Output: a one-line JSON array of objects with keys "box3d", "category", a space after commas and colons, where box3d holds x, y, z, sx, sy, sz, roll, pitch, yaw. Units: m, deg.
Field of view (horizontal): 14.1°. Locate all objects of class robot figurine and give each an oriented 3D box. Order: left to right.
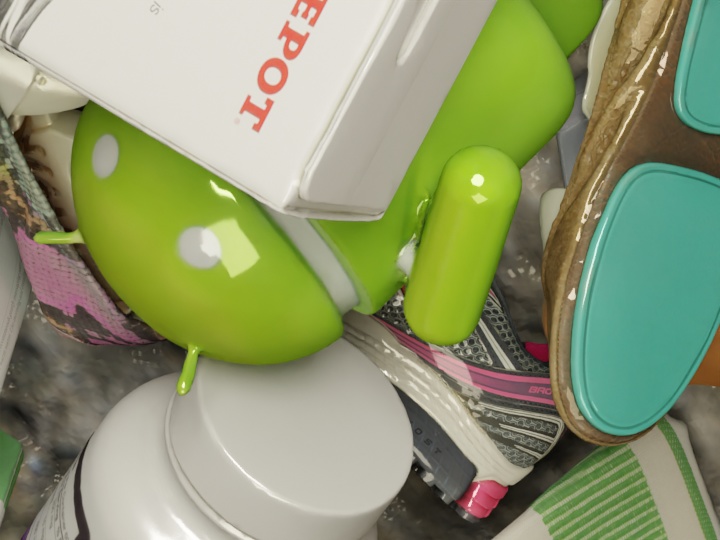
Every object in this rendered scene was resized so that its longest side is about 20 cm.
[{"box3d": [-0.011, -0.052, 0.955, 0.200, 0.175, 0.116, -43, 155, -8], "category": "robot figurine"}]

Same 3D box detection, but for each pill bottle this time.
[{"box3d": [-0.062, 0.106, 1.045, 0.111, 0.112, 0.200, 26, 134, -12], "category": "pill bottle"}]

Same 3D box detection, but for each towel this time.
[{"box3d": [0.069, 0.160, 1.122, 0.200, 0.023, 0.153, -38, 125, -21], "category": "towel"}]

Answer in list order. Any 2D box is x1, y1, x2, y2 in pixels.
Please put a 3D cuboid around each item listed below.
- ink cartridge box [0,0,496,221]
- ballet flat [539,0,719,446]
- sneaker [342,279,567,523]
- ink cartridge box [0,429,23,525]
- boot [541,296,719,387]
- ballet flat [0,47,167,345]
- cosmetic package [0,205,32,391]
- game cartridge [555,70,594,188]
[{"box3d": [-0.054, -0.124, 0.860, 0.200, 0.086, 0.147, 31, 98, 17], "category": "ink cartridge box"}, {"box3d": [0.095, -0.042, 0.976, 0.068, 0.072, 0.201, 14, 90, -30], "category": "ballet flat"}, {"box3d": [0.000, 0.000, 1.067, 0.075, 0.081, 0.200, -44, 111, -2], "category": "sneaker"}, {"box3d": [-0.212, 0.143, 1.079, 0.084, 0.200, 0.145, 35, 115, -13], "category": "ink cartridge box"}, {"box3d": [0.156, 0.041, 0.977, 0.199, 0.155, 0.077, -3, 126, 9], "category": "boot"}, {"box3d": [-0.108, -0.051, 1.033, 0.071, 0.069, 0.200, 3, 133, 32], "category": "ballet flat"}, {"box3d": [-0.191, -0.045, 1.027, 0.081, 0.113, 0.200, -13, 122, 16], "category": "cosmetic package"}, {"box3d": [0.174, -0.030, 1.041, 0.199, 0.042, 0.133, -4, 121, 10], "category": "game cartridge"}]
